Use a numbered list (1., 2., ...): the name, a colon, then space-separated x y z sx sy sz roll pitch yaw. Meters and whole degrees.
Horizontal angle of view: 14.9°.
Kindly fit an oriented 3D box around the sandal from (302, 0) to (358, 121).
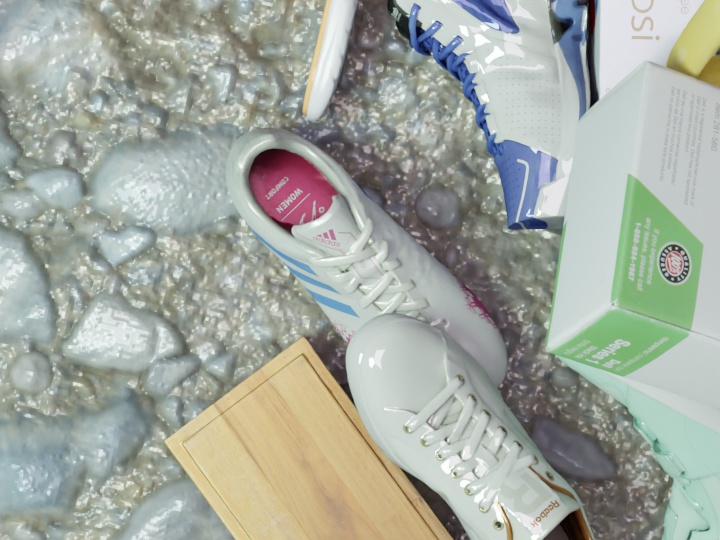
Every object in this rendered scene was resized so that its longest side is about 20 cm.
1. sandal: -0.021 -0.189 1.536 0.059 0.079 0.208 14 88 -2

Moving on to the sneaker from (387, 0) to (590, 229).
1. sneaker: 0.071 -0.120 1.539 0.114 0.081 0.201 1 80 3

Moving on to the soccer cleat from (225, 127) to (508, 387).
1. soccer cleat: 0.000 0.000 1.520 0.200 0.086 0.070 43 87 2

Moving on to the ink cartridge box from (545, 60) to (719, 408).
1. ink cartridge box: 0.211 -0.003 1.453 0.199 0.084 0.147 19 64 -17

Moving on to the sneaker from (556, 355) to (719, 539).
1. sneaker: 0.169 0.110 1.511 0.200 0.074 0.119 32 110 1

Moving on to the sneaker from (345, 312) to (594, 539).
1. sneaker: 0.073 0.103 1.486 0.073 0.085 0.200 -44 109 -17

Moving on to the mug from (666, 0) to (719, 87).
1. mug: 0.261 -0.149 1.480 0.186 0.153 0.150 14 60 -11

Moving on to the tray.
1. tray: -0.011 0.146 1.537 0.098 0.037 0.200 -37 88 -2

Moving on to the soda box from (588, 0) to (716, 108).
1. soda box: 0.164 -0.183 1.545 0.068 0.064 0.201 1 87 -1
